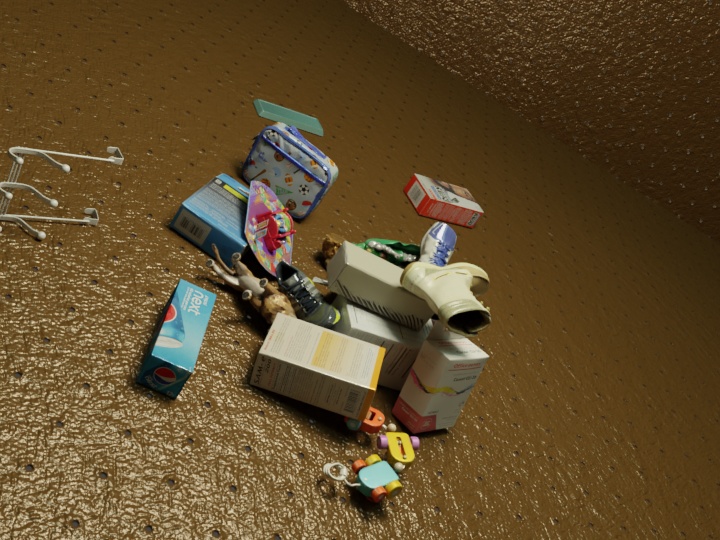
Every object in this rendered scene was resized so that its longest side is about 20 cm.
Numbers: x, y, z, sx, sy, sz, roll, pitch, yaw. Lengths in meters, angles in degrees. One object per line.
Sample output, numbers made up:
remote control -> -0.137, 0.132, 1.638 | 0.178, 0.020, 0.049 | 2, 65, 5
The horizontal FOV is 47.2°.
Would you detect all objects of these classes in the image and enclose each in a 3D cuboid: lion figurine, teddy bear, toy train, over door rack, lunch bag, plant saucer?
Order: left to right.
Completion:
over door rack -> -0.484, -0.126, 1.333 | 0.200, 0.148, 0.067 | -9, 49, -51
lion figurine -> -0.191, 0.035, 1.476 | 0.200, 0.072, 0.123 | 47, -3, 33
lunch bag -> -0.157, -0.224, 1.802 | 0.200, 0.160, 0.076 | 38, 29, 3
plant saucer -> -0.188, -0.407, 2.187 | 0.200, 0.019, 0.070 | 12, 37, -34
teddy bear -> 0.000, 0.000, 1.720 | 0.200, 0.067, 0.145 | 29, 14, -7
toy train -> 0.011, 0.296, 1.330 | 0.150, 0.056, 0.200 | 21, 34, 4

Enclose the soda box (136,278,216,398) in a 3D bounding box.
soda box -> -0.285, 0.103, 1.290 | 0.068, 0.064, 0.200 | 27, 30, -15

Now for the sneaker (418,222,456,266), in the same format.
sneaker -> 0.160, -0.005, 1.751 | 0.081, 0.200, 0.115 | 36, -15, -19

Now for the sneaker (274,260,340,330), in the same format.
sneaker -> -0.106, 0.051, 1.493 | 0.200, 0.074, 0.081 | 42, -8, 50

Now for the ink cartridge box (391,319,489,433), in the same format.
ink cartridge box -> 0.150, 0.186, 1.467 | 0.116, 0.200, 0.067 | 1, 29, -45

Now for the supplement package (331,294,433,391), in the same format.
supplement package -> 0.034, 0.134, 1.526 | 0.200, 0.110, 0.114 | 20, 31, -24

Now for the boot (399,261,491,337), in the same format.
boot -> 0.183, 0.051, 1.451 | 0.200, 0.072, 0.155 | 5, 29, -39

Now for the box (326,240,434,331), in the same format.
box -> 0.040, 0.030, 1.495 | 0.200, 0.068, 0.082 | 26, 27, -19

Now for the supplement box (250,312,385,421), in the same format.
supplement box -> -0.069, 0.160, 1.376 | 0.200, 0.074, 0.126 | 19, 30, 1

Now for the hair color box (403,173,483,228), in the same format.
hair color box -> 0.228, -0.189, 2.249 | 0.200, 0.064, 0.111 | 11, 36, -38

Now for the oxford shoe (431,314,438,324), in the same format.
oxford shoe -> 0.093, 0.082, 1.700 | 0.200, 0.073, 0.071 | 20, 33, -25

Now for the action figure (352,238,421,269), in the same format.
action figure -> 0.067, -0.027, 1.824 | 0.200, 0.118, 0.055 | 14, 43, -18

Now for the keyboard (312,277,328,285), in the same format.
keyboard -> -0.043, 0.032, 1.589 | 0.056, 0.011, 0.200 | 17, -2, 12

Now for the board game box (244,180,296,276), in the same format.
board game box -> -0.161, -0.085, 1.614 | 0.158, 0.039, 0.200 | 49, 32, -43

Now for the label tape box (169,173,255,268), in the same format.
label tape box -> -0.262, -0.103, 1.617 | 0.143, 0.066, 0.200 | 35, 26, -2
